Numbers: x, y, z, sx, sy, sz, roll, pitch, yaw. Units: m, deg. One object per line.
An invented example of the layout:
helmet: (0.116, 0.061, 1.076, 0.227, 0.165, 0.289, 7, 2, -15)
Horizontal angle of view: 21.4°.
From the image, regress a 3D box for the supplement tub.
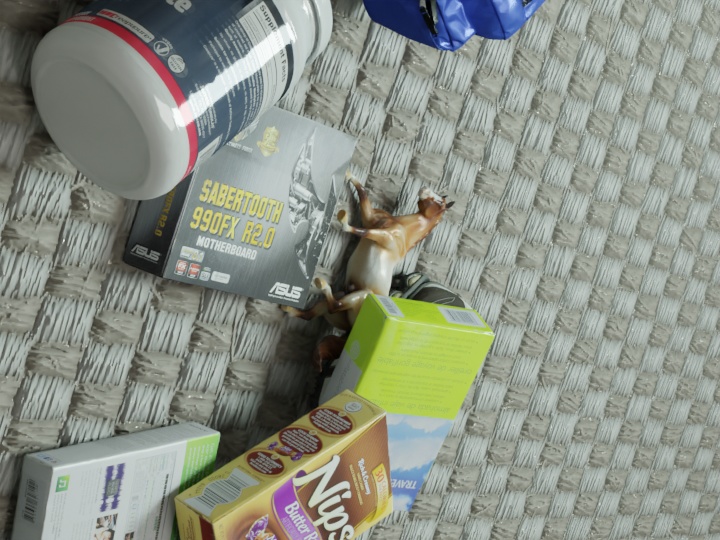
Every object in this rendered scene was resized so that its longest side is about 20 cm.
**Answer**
supplement tub: (-0.128, -0.157, 1.389, 0.200, 0.140, 0.141, -43, 138, -35)

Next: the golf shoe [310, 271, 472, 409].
golf shoe: (0.031, 0.089, 1.784, 0.200, 0.094, 0.078, -53, 144, -21)

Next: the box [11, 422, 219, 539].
box: (-0.202, 0.207, 1.551, 0.200, 0.036, 0.145, -5, 111, -53)

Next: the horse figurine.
horse figurine: (0.000, 0.000, 1.735, 0.132, 0.050, 0.201, 29, 81, -51)

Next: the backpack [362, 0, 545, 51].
backpack: (0.069, -0.297, 1.582, 0.168, 0.162, 0.200, -48, 141, -25)

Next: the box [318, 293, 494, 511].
box: (0.028, 0.122, 1.731, 0.122, 0.048, 0.201, 9, 116, -31)

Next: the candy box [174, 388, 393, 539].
candy box: (-0.061, 0.200, 1.631, 0.200, 0.056, 0.117, -32, 132, -34)

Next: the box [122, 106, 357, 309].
box: (-0.095, -0.060, 1.569, 0.200, 0.048, 0.159, 16, 93, -57)
